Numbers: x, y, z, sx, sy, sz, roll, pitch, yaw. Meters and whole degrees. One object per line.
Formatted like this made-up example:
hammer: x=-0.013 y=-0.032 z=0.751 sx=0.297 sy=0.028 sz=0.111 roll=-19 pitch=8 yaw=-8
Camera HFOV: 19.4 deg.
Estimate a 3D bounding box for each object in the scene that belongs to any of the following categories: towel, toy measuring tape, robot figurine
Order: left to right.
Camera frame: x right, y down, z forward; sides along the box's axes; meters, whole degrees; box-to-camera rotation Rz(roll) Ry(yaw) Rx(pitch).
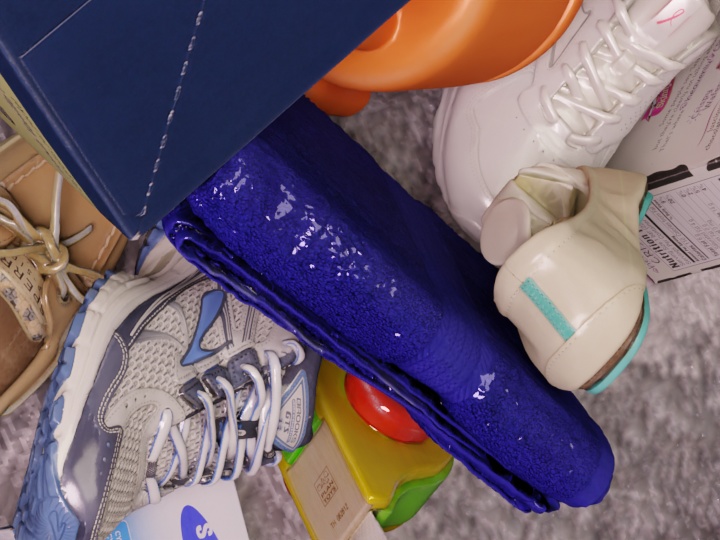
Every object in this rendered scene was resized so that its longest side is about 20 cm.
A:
towel: x=0.000 y=0.000 z=0.764 sx=0.050 sy=0.148 sz=0.200 roll=-44 pitch=118 yaw=11
toy measuring tape: x=0.017 y=0.093 z=0.801 sx=0.073 sy=0.074 sz=0.201 roll=-2 pitch=47 yaw=-31
robot figurine: x=0.027 y=-0.130 z=0.832 sx=0.200 sy=0.116 sz=0.145 roll=-15 pitch=108 yaw=-66

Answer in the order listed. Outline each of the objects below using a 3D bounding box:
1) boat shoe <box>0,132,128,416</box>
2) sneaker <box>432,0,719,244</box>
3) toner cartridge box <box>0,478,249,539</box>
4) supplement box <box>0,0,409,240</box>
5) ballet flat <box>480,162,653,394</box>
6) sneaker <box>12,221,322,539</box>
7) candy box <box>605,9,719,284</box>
boat shoe: x=-0.140 y=0.025 z=0.740 sx=0.073 sy=0.063 sz=0.201 roll=42 pitch=70 yaw=-18
sneaker: x=0.103 y=-0.094 z=0.911 sx=0.078 sy=0.099 sz=0.201 roll=41 pitch=60 yaw=-14
toner cartridge box: x=-0.068 y=0.179 z=0.736 sx=0.094 sy=0.043 sz=0.202 roll=-12 pitch=86 yaw=-40
supplement box: x=-0.079 y=-0.159 z=0.682 sx=0.200 sy=0.200 sz=0.135 roll=-41 pitch=140 yaw=-11
ballet flat: x=0.077 y=-0.011 z=0.807 sx=0.069 sy=0.200 sz=0.070 roll=1 pitch=102 yaw=4
sneaker: x=-0.056 y=0.038 z=0.733 sx=0.085 sy=0.078 sz=0.200 roll=22 pitch=31 yaw=4
candy box: x=0.198 y=-0.078 z=0.902 sx=0.061 sy=0.199 sz=0.137 roll=43 pitch=61 yaw=-19
